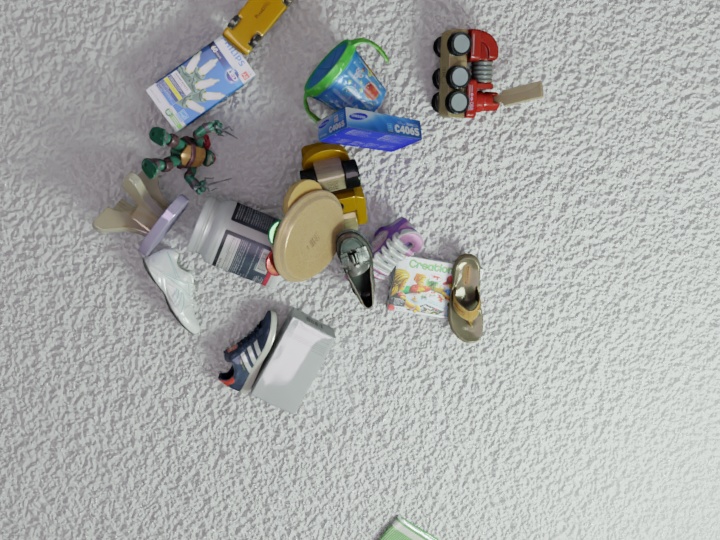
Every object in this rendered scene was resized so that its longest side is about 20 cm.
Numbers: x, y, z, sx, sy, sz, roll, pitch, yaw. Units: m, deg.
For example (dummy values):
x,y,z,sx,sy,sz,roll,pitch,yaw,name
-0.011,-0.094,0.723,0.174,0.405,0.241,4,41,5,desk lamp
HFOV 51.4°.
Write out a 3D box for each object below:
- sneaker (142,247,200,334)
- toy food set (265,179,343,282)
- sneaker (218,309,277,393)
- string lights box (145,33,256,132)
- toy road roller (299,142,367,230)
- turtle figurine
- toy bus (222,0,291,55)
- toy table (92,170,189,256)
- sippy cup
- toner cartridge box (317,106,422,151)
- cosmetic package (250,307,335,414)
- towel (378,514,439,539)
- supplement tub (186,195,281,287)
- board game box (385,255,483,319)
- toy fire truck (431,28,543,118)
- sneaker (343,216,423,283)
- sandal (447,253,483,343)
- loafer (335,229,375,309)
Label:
x,y,z,sx,sy,sz,roll,pitch,yaw,name
-0.382,0.045,1.588,0.080,0.070,0.201,-32,111,-20,sneaker
-0.108,-0.068,1.473,0.049,0.200,0.199,27,86,32,toy food set
-0.248,0.170,1.625,0.084,0.075,0.201,22,99,-15,sneaker
-0.319,-0.379,1.509,0.200,0.059,0.103,-36,102,1,string lights box
-0.063,-0.181,1.566,0.122,0.146,0.201,-13,140,-4,toy road roller
-0.337,-0.228,1.495,0.100,0.200,0.151,8,97,36,turtle figurine
-0.188,-0.515,1.469,0.065,0.078,0.200,39,85,-15,toy bus
-0.430,-0.120,1.493,0.117,0.184,0.200,39,137,-9,toy table
-0.023,-0.372,1.516,0.130,0.177,0.140,40,58,-23,sippy cup
0.020,-0.281,1.502,0.199,0.095,0.043,0,80,-41,toner cartridge box
-0.148,0.200,1.642,0.112,0.081,0.201,29,98,-11,cosmetic package
0.090,0.703,1.806,0.152,0.023,0.200,35,97,-12,towel
-0.242,-0.061,1.544,0.199,0.140,0.141,23,98,-11,supplement tub
0.165,0.039,1.667,0.199,0.035,0.127,9,100,-9,board game box
0.264,-0.405,1.550,0.199,0.129,0.177,-3,102,-18,toy fire truck
0.045,-0.045,1.618,0.200,0.089,0.080,-35,134,23,sneaker
0.235,0.065,1.634,0.080,0.054,0.201,-2,102,-7,sandal
0.000,0.000,1.546,0.071,0.063,0.200,-18,138,1,loafer
